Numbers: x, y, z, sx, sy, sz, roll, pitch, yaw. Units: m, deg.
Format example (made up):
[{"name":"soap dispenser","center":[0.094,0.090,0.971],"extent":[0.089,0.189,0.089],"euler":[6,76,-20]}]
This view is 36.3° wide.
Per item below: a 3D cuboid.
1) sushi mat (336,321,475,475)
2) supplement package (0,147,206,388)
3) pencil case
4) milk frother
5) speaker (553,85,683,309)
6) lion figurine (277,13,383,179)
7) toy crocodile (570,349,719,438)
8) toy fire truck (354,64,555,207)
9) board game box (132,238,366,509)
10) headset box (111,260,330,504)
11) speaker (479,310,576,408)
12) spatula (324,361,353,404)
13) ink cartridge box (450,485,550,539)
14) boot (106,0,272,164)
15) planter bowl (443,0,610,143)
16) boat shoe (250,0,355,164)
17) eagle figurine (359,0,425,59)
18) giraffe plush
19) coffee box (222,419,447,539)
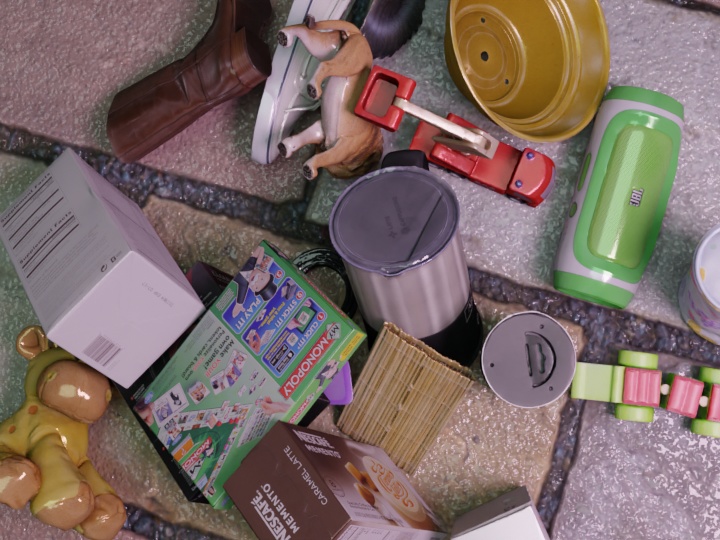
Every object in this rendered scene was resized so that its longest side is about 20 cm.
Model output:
[{"name":"sushi mat","center":[0.037,0.124,1.030],"extent":[0.095,0.201,0.012],"euler":[31,54,6]},{"name":"supplement package","center":[-0.253,-0.006,1.053],"extent":[0.109,0.114,0.200],"euler":[-44,45,2]},{"name":"pencil case","center":[0.333,0.014,0.986],"extent":[0.082,0.200,0.092],"euler":[3,79,13]},{"name":"milk frother","center":[0.000,0.000,1.029],"extent":[0.198,0.189,0.182],"euler":[-18,51,0]},{"name":"speaker","center":[0.248,-0.069,1.057],"extent":[0.087,0.088,0.202],"euler":[16,88,8]},{"name":"lion figurine","center":[-0.018,-0.163,1.037],"extent":[0.122,0.201,0.072],"euler":[-29,54,-36]},{"name":"toy crocodile","center":[0.301,0.118,1.048],"extent":[0.198,0.062,0.068],"euler":[10,87,8]},{"name":"toy fire truck","center":[0.095,-0.123,1.046],"extent":[0.198,0.141,0.049],"euler":[24,89,4]},{"name":"board game box","center":[-0.102,0.092,0.982],"extent":[0.134,0.029,0.201],"euler":[43,97,29]},{"name":"headset box","center":[-0.147,0.101,1.064],"extent":[0.149,0.075,0.200],"euler":[-46,60,9]},{"name":"speaker","center":[0.149,0.082,0.999],"extent":[0.080,0.200,0.082],"euler":[0,86,6]},{"name":"spatula","center":[-0.097,0.109,1.093],"extent":[0.198,0.021,0.057],"euler":[-6,90,22]},{"name":"ink cartridge box","center":[0.158,0.314,1.009],"extent":[0.085,0.148,0.202],"euler":[-25,82,3]},{"name":"boot","center":[-0.185,-0.217,1.132],"extent":[0.199,0.064,0.188],"euler":[-28,46,26]},{"name":"planter bowl","center":[0.142,-0.215,1.062],"extent":[0.199,0.083,0.203],"euler":[4,82,-33]},{"name":"boat shoe","center":[-0.046,-0.196,1.114],"extent":[0.085,0.075,0.204],"euler":[18,81,-1]},{"name":"eagle figurine","center":[0.039,-0.332,1.079],"extent":[0.200,0.150,0.153],"euler":[-39,58,19]},{"name":"giraffe plush","center":[-0.299,0.152,1.091],"extent":[0.199,0.172,0.163],"euler":[17,76,42]},{"name":"coffee box","center":[-0.018,0.214,0.983],"extent":[0.080,0.200,0.114],"euler":[-47,58,8]}]
